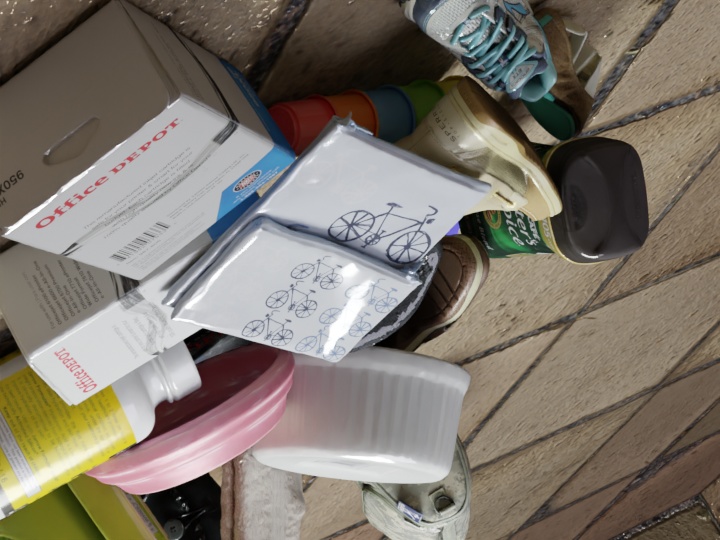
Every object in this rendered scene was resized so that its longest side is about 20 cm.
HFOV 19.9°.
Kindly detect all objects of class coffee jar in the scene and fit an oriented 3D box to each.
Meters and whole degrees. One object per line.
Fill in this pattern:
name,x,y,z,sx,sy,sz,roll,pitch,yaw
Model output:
coffee jar,0.159,-0.059,1.718,0.085,0.105,0.200,-11,-173,-26

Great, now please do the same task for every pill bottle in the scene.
pill bottle,-0.230,0.103,1.612,0.199,0.112,0.111,-29,162,-11

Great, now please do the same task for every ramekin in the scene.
ramekin,-0.005,0.129,1.822,0.199,0.099,0.201,5,169,1

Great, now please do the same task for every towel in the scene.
towel,-0.091,0.186,1.888,0.034,0.202,0.132,-5,171,20

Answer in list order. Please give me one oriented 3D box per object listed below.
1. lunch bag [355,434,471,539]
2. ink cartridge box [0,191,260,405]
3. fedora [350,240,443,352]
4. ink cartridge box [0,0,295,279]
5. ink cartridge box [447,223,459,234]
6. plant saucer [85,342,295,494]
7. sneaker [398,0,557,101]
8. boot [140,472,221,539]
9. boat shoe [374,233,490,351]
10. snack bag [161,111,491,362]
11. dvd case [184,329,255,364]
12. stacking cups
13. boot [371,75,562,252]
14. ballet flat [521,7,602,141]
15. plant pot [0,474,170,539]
lunch bag,0.063,0.236,2.354,0.139,0.168,0.200,-30,162,-7
ink cartridge box,-0.160,0.000,1.503,0.199,0.084,0.145,-32,162,-4
fedora,0.000,0.000,1.694,0.200,0.092,0.201,-26,147,-19
ink cartridge box,-0.149,-0.079,1.316,0.144,0.085,0.200,-37,163,10
ink cartridge box,0.023,0.003,1.887,0.199,0.044,0.198,-27,160,-19
plant saucer,-0.140,0.127,1.712,0.199,0.051,0.201,-24,-168,6
sneaker,0.098,-0.173,1.482,0.077,0.087,0.200,-38,161,16
boot,-0.208,0.254,1.944,0.199,0.169,0.076,-34,165,5
boat shoe,0.066,0.018,1.827,0.074,0.075,0.202,-19,167,-35
snack bag,-0.017,-0.016,1.472,0.200,0.021,0.188,-45,142,22
dvd case,-0.144,0.058,1.785,0.145,0.022,0.200,-32,161,-4
stacking cups,0.009,-0.117,1.547,0.199,0.061,0.061,-6,149,-46
boot,0.063,-0.055,1.562,0.155,0.073,0.200,-36,154,9
ballet flat,0.162,-0.165,1.675,0.073,0.068,0.200,-53,157,-1
plant pot,-0.264,0.262,1.803,0.181,0.200,0.200,-36,175,-5
